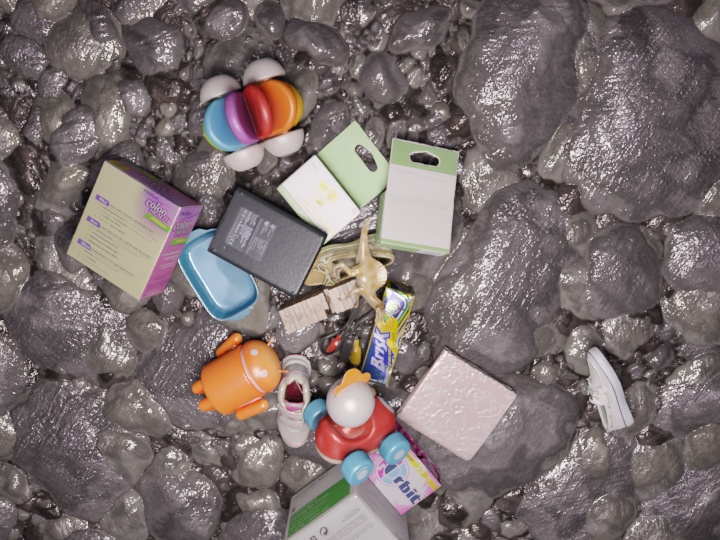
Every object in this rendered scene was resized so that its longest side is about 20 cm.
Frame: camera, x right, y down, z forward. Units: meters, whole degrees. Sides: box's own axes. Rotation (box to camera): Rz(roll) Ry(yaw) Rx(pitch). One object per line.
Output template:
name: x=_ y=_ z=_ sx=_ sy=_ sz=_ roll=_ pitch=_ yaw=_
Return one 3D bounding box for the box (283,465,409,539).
box: x=-0.026 y=0.551 z=1.354 sx=0.198 sy=0.172 sz=0.201 roll=-37 pitch=101 yaw=9

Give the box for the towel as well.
towel: x=0.206 y=0.289 z=1.361 sx=0.198 sy=0.032 sz=0.193 roll=32 pitch=101 yaw=-8

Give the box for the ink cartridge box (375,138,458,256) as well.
ink cartridge box: x=0.111 y=-0.140 z=1.229 sx=0.143 sy=0.048 sz=0.204 roll=8 pitch=83 yaw=-13

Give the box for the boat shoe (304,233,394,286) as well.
boat shoe: x=-0.030 y=-0.011 z=1.259 sx=0.197 sy=0.064 sz=0.074 roll=-17 pitch=134 yaw=0

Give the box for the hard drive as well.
hard drive: x=-0.180 y=-0.054 z=1.228 sx=0.198 sy=0.033 sz=0.141 roll=28 pitch=93 yaw=1

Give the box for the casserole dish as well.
casserole dish: x=-0.287 y=0.006 z=1.286 sx=0.120 sy=0.039 sz=0.202 roll=-28 pitch=103 yaw=6

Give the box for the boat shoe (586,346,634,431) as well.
boat shoe: x=0.513 y=0.259 z=1.331 sx=0.066 sy=0.074 sz=0.202 roll=-28 pitch=103 yaw=4

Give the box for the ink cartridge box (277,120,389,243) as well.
ink cartridge box: x=-0.043 y=-0.172 z=1.239 sx=0.199 sy=0.048 sz=0.146 roll=-38 pitch=100 yaw=11

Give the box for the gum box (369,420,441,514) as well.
gum box: x=0.071 y=0.413 z=1.373 sx=0.113 sy=0.066 sz=0.201 roll=-38 pitch=101 yaw=10

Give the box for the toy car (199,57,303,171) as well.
toy car: x=-0.202 y=-0.283 z=1.156 sx=0.196 sy=0.150 sz=0.178 roll=-18 pitch=104 yaw=4

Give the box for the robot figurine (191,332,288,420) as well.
robot figurine: x=-0.248 y=0.217 z=1.299 sx=0.198 sy=0.145 sz=0.117 roll=-29 pitch=125 yaw=7

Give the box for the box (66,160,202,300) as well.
box: x=-0.434 y=-0.079 z=1.217 sx=0.174 sy=0.097 sz=0.202 roll=30 pitch=103 yaw=6

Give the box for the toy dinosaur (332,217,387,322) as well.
toy dinosaur: x=0.000 y=0.000 z=1.208 sx=0.099 sy=0.058 sz=0.204 roll=-9 pitch=103 yaw=7

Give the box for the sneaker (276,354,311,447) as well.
sneaker: x=-0.143 y=0.286 z=1.330 sx=0.080 sy=0.088 sz=0.204 roll=-1 pitch=104 yaw=0

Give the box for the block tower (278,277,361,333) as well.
block tower: x=-0.066 y=0.062 z=1.292 sx=0.197 sy=0.058 sz=0.055 roll=-22 pitch=103 yaw=3

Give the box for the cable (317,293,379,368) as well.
cable: x=-0.024 y=0.119 z=1.294 sx=0.095 sy=0.050 sz=0.203 roll=20 pitch=115 yaw=0

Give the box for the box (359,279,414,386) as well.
box: x=0.053 y=0.128 z=1.300 sx=0.063 sy=0.070 sz=0.204 roll=15 pitch=103 yaw=-2

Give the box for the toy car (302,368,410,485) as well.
toy car: x=-0.004 y=0.265 z=1.225 sx=0.174 sy=0.184 sz=0.203 roll=-18 pitch=132 yaw=-28
